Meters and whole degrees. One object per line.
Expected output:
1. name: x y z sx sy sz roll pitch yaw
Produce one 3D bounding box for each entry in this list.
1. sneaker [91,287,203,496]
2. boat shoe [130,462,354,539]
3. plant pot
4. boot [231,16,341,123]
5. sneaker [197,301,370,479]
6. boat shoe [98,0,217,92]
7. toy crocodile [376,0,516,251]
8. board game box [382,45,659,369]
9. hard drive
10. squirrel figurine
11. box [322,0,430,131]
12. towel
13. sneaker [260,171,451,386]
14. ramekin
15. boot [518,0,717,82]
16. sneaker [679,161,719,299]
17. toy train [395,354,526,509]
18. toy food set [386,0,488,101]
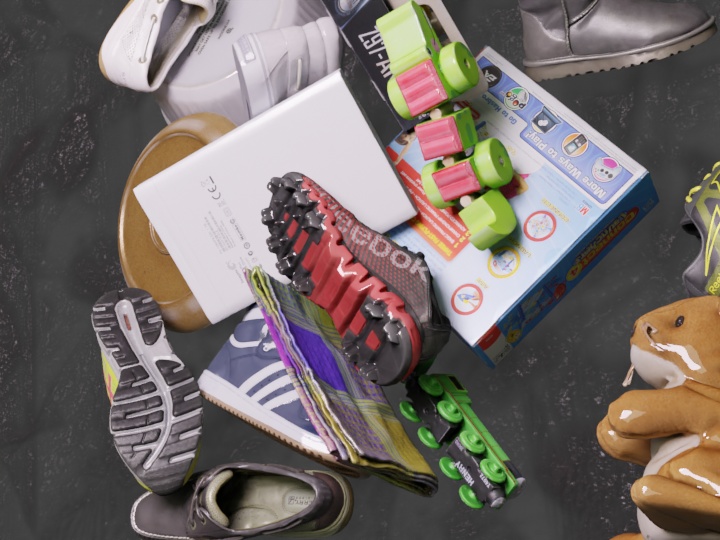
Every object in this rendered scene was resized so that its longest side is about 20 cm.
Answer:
1. sneaker: -0.178 0.113 1.096 0.077 0.091 0.201 -11 50 -11
2. boat shoe: -0.106 0.187 1.039 0.199 0.066 0.072 -7 64 21
3. plant pot: -0.162 -0.045 1.149 0.199 0.027 0.202 -8 79 43
4. boot: -0.050 -0.133 1.107 0.095 0.201 0.074 -17 59 -8
5. sneaker: -0.047 0.089 1.048 0.199 0.070 0.109 22 76 41
6. boat shoe: -0.159 -0.250 1.161 0.069 0.071 0.201 26 87 31
7. toy crocodile: 0.066 -0.112 1.000 0.067 0.062 0.202 -19 95 29
8. board game box: 0.108 -0.056 1.064 0.196 0.056 0.200 -44 57 0
9. hard drive: -0.070 -0.059 1.054 0.199 0.027 0.133 -28 100 13
10. squirrel figurine: 0.266 0.109 0.888 0.198 0.142 0.188 4 57 11
11. box: -0.004 -0.236 1.106 0.043 0.161 0.201 -30 38 8
12. towel: -0.013 0.086 1.000 0.023 0.143 0.201 -40 53 15
13. sneaker: 0.000 0.000 0.999 0.201 0.097 0.071 52 130 25
14. ramekin: -0.123 -0.217 1.223 0.201 0.094 0.204 -10 63 20
15. boot: 0.188 -0.266 1.050 0.180 0.073 0.202 -8 106 19
16. sneaker: 0.287 -0.062 0.974 0.084 0.074 0.202 -1 66 24
17. toy train: 0.064 0.108 1.003 0.042 0.056 0.200 -55 51 25
18. toy food set: 0.049 -0.247 1.090 0.060 0.144 0.201 -31 33 8
